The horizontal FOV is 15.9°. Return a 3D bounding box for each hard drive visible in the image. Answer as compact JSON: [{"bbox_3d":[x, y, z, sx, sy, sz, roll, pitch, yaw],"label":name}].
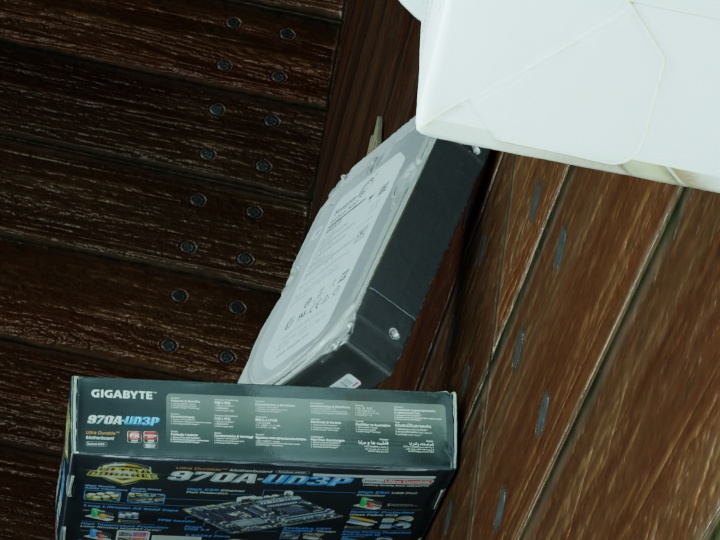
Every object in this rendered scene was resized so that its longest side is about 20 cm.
[{"bbox_3d":[0.000,0.000,1.413,0.140,0.038,0.200,-36,22,49],"label":"hard drive"}]

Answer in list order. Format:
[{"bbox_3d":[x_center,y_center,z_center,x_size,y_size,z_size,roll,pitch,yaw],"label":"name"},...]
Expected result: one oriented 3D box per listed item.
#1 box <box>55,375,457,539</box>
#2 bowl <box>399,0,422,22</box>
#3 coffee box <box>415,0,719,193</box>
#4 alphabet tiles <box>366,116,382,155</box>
[{"bbox_3d":[-0.059,0.111,1.362,0.159,0.199,0.046,107,163,-62],"label":"box"},{"bbox_3d":[0.072,-0.179,0.860,0.201,0.090,0.202,15,107,63],"label":"bowl"},{"bbox_3d":[0.077,-0.094,0.609,0.200,0.114,0.080,-83,6,-64],"label":"coffee box"},{"bbox_3d":[0.000,-0.047,2.454,0.200,0.006,0.167,-87,10,-65],"label":"alphabet tiles"}]
